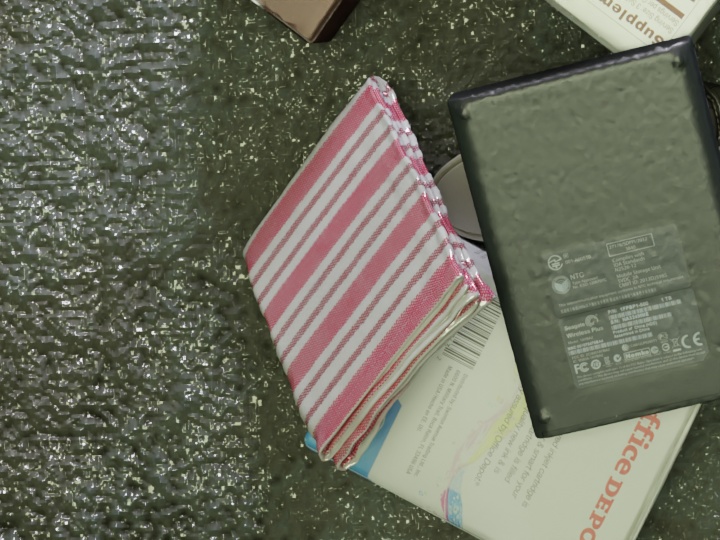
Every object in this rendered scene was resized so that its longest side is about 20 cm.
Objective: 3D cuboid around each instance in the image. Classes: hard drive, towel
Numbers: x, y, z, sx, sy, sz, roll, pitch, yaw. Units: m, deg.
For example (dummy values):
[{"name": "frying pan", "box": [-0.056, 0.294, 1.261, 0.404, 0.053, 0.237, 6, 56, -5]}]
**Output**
[{"name": "hard drive", "box": [0.140, -0.018, 1.650, 0.139, 0.033, 0.201, -13, 101, 11]}, {"name": "towel", "box": [0.000, 0.000, 1.709, 0.030, 0.200, 0.147, 22, 120, -34]}]

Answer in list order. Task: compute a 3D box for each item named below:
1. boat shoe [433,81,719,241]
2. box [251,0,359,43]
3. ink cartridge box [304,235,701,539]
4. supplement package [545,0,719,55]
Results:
[{"name": "boat shoe", "box": [0.133, -0.064, 1.730, 0.199, 0.057, 0.067, -19, 92, 36]}, {"name": "box", "box": [-0.005, -0.242, 1.742, 0.100, 0.075, 0.200, 38, 98, 5]}, {"name": "ink cartridge box", "box": [0.091, 0.081, 1.742, 0.199, 0.085, 0.145, 28, 99, 9]}, {"name": "supplement package", "box": [0.185, -0.221, 1.686, 0.117, 0.117, 0.200, 37, 100, 3]}]
